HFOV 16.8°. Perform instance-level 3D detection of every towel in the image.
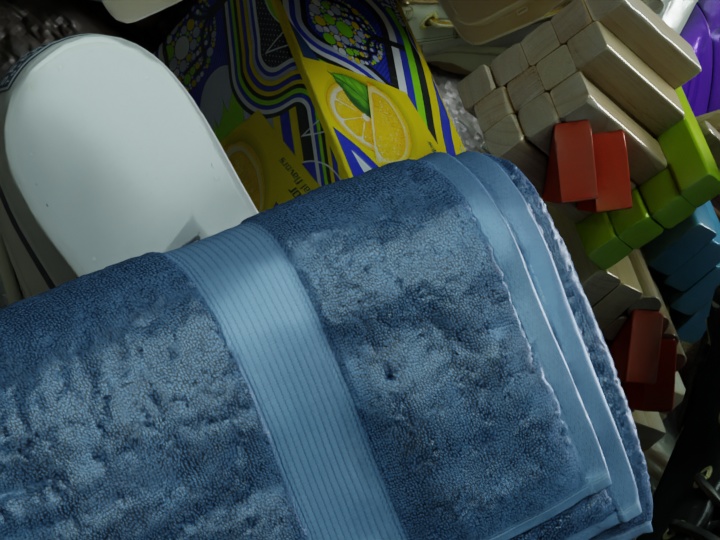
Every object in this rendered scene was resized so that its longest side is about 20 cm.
[{"bbox_3d":[-0.027,0.047,0.577,0.199,0.048,0.112,-22,91,-27],"label":"towel"}]

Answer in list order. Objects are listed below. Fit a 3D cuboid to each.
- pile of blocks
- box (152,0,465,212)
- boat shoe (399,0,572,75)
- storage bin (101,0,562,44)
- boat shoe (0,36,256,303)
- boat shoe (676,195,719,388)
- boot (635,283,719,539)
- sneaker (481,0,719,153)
[{"bbox_3d":[0.091,0.000,0.763,0.200,0.082,0.062,69,3,-52],"label":"pile of blocks"},{"bbox_3d":[0.000,0.000,0.736,0.064,0.070,0.201,11,46,-43],"label":"box"},{"bbox_3d":[0.019,-0.113,0.886,0.199,0.066,0.074,-7,58,-51],"label":"boat shoe"},{"bbox_3d":[-0.026,-0.163,0.720,0.199,0.094,0.200,58,27,15],"label":"storage bin"},{"bbox_3d":[-0.044,0.036,0.644,0.072,0.066,0.201,-35,98,-24],"label":"boat shoe"},{"bbox_3d":[0.142,0.038,0.864,0.071,0.072,0.201,7,45,-15],"label":"boat shoe"},{"bbox_3d":[0.116,0.060,0.702,0.073,0.205,0.154,17,32,20],"label":"boot"},{"bbox_3d":[0.122,-0.062,0.888,0.099,0.069,0.201,43,63,-21],"label":"sneaker"}]
